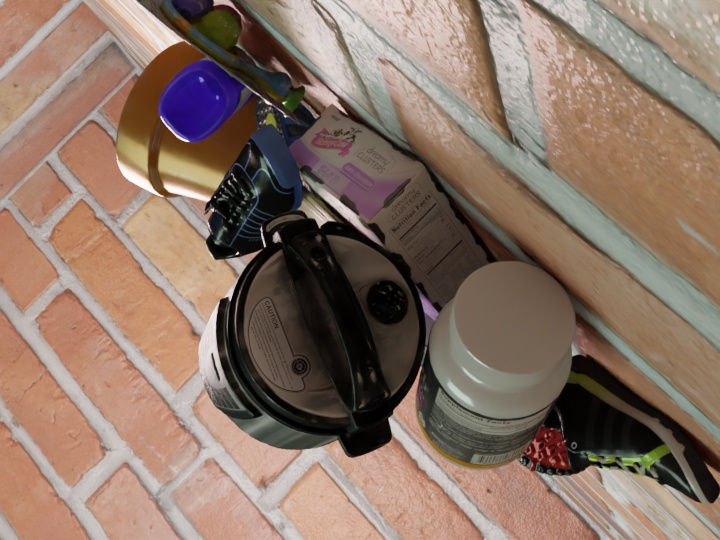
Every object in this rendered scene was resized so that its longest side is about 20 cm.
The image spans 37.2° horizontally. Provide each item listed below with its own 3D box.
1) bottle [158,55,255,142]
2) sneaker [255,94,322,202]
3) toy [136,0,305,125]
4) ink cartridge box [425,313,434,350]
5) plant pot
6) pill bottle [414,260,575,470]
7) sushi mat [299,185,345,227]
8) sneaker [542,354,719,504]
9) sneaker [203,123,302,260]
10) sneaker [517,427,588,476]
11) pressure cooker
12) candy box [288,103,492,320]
[{"bbox_3d":[-0.151,-0.193,1.131,0.065,0.083,0.200,46,-161,-10],"label":"bottle"},{"bbox_3d":[-0.052,-0.128,1.151,0.201,0.078,0.066,62,150,27],"label":"sneaker"},{"bbox_3d":[-0.131,-0.226,1.028,0.200,0.047,0.115,39,-169,-26],"label":"toy"},{"bbox_3d":[0.036,0.075,1.123,0.161,0.198,0.051,159,92,-72],"label":"ink cartridge box"},{"bbox_3d":[-0.180,-0.165,1.376,0.182,0.201,0.200,28,172,17],"label":"plant pot"},{"bbox_3d":[0.109,0.081,0.880,0.116,0.116,0.201,44,158,19],"label":"pill bottle"},{"bbox_3d":[-0.040,-0.046,1.032,0.200,0.012,0.096,43,165,41],"label":"sushi mat"},{"bbox_3d":[0.222,0.153,0.926,0.072,0.083,0.200,47,177,-38],"label":"sneaker"},{"bbox_3d":[-0.107,-0.064,1.018,0.070,0.077,0.200,56,160,16],"label":"sneaker"},{"bbox_3d":[0.184,0.154,1.221,0.199,0.080,0.095,30,-148,22],"label":"sneaker"},{"bbox_3d":[-0.038,0.056,0.912,0.175,0.180,0.200,28,159,-9],"label":"pressure cooker"},{"bbox_3d":[0.038,-0.040,0.993,0.200,0.072,0.168,49,175,-39],"label":"candy box"}]
